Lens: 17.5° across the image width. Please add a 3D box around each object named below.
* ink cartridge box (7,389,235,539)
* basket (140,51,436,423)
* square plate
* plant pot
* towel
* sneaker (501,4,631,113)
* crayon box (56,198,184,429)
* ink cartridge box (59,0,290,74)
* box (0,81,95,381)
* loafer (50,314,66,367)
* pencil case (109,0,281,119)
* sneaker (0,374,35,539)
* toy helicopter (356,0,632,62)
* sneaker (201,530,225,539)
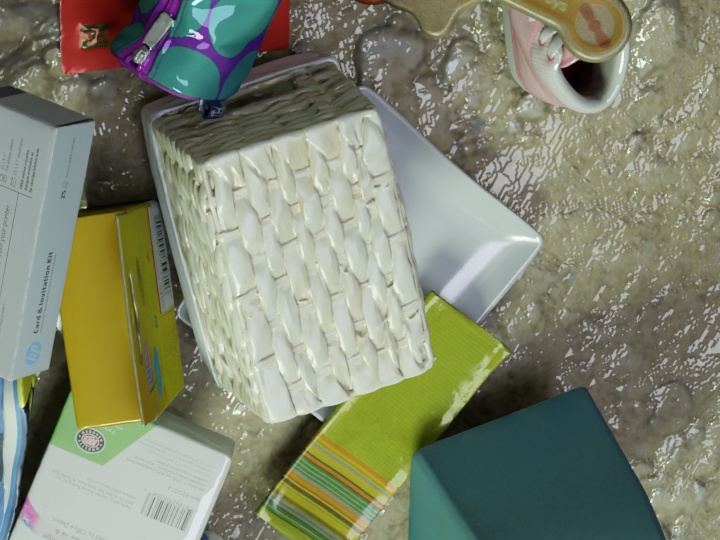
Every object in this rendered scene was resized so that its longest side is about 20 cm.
[{"bbox_3d":[-0.173,0.186,1.539,0.117,0.067,0.201,23,94,-4],"label":"ink cartridge box"},{"bbox_3d":[-0.044,-0.019,1.481,0.135,0.123,0.201,-18,112,-12],"label":"basket"},{"bbox_3d":[0.000,0.000,1.600,0.200,0.028,0.198,38,93,-33],"label":"square plate"},{"bbox_3d":[0.140,0.218,1.638,0.141,0.200,0.142,-19,142,-17],"label":"plant pot"},{"bbox_3d":[0.016,0.113,1.633,0.086,0.018,0.200,35,96,-36],"label":"towel"},{"bbox_3d":[0.127,-0.193,1.531,0.075,0.105,0.201,-24,119,-12],"label":"sneaker"},{"bbox_3d":[-0.148,0.024,1.420,0.051,0.200,0.128,-7,93,1],"label":"crayon box"},{"bbox_3d":[-0.106,-0.220,1.441,0.162,0.057,0.201,-9,111,-22],"label":"ink cartridge box"},{"bbox_3d":[-0.257,-0.044,1.365,0.041,0.199,0.156,-17,125,-58],"label":"box"},{"bbox_3d":[-0.240,-0.005,1.455,0.071,0.073,0.200,-36,123,-9],"label":"loafer"},{"bbox_3d":[-0.079,-0.196,1.397,0.092,0.085,0.200,-25,146,-56],"label":"pencil case"},{"bbox_3d":[-0.255,0.117,1.494,0.082,0.074,0.201,6,129,-9],"label":"sneaker"},{"bbox_3d":[0.086,-0.200,1.479,0.199,0.079,0.133,28,92,1],"label":"toy helicopter"},{"bbox_3d":[-0.165,0.256,1.605,0.077,0.076,0.200,42,87,-25],"label":"sneaker"}]
